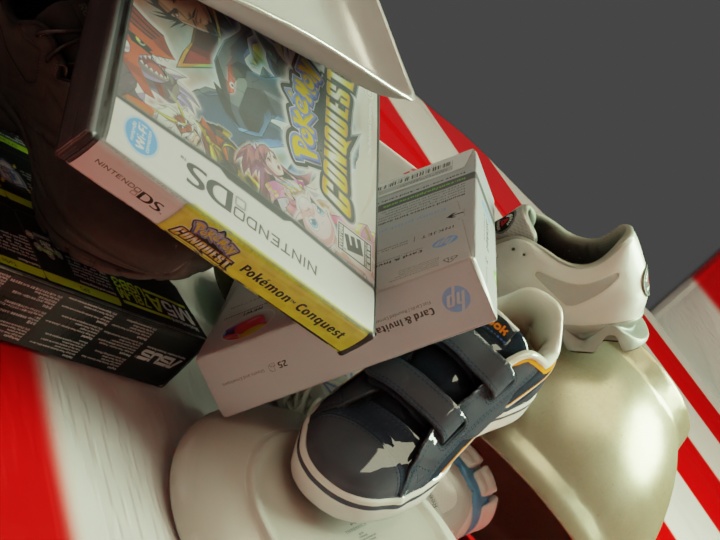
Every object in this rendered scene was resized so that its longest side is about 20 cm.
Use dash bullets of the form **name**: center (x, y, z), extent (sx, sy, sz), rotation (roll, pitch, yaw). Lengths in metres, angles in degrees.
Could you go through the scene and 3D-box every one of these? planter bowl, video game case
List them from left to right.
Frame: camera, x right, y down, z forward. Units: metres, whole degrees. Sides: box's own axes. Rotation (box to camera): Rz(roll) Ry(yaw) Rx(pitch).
- **video game case**: center (-0.057, -0.083, 0.691), extent (0.181, 0.025, 0.201), rotation (37, 39, -34)
- **planter bowl**: center (0.130, 0.109, 0.934), extent (0.200, 0.135, 0.200), rotation (43, -18, 18)

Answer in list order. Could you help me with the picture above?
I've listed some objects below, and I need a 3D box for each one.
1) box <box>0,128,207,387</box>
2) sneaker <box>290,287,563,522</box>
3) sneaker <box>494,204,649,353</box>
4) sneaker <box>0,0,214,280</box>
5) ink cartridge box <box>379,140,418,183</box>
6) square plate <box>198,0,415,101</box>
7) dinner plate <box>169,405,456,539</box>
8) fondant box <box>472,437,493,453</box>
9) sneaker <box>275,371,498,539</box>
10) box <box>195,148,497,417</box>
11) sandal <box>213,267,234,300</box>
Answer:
- **box**: center (-0.187, -0.040, 0.725), extent (0.193, 0.047, 0.200), rotation (57, 15, 28)
- **sneaker**: center (0.041, 0.061, 0.760), extent (0.078, 0.080, 0.200), rotation (38, 36, 18)
- **sneaker**: center (0.079, -0.002, 0.880), extent (0.074, 0.199, 0.089), rotation (-78, 166, -63)
- **sneaker**: center (-0.131, -0.078, 0.677), extent (0.076, 0.091, 0.200), rotation (-24, 62, -37)
- **ink cartridge box**: center (0.060, -0.011, 1.139), extent (0.146, 0.085, 0.200), rotation (41, 2, 35)
- **square plate**: center (-0.065, -0.186, 0.714), extent (0.200, 0.028, 0.199), rotation (20, 44, -51)
- **dinner plate**: center (-0.007, 0.139, 0.720), extent (0.200, 0.024, 0.200), rotation (31, 27, -18)
- **fondant box**: center (0.113, 0.143, 1.133), extent (0.200, 0.058, 0.144), rotation (38, 15, -34)
- **sneaker**: center (-0.011, 0.095, 0.853), extent (0.200, 0.075, 0.087), rotation (40, 39, 18)
- **box**: center (0.000, 0.000, 0.804), extent (0.200, 0.155, 0.041), rotation (-77, 145, -70)
- **sandal**: center (-0.028, 0.039, 0.984), extent (0.200, 0.055, 0.082), rotation (38, 15, -36)
